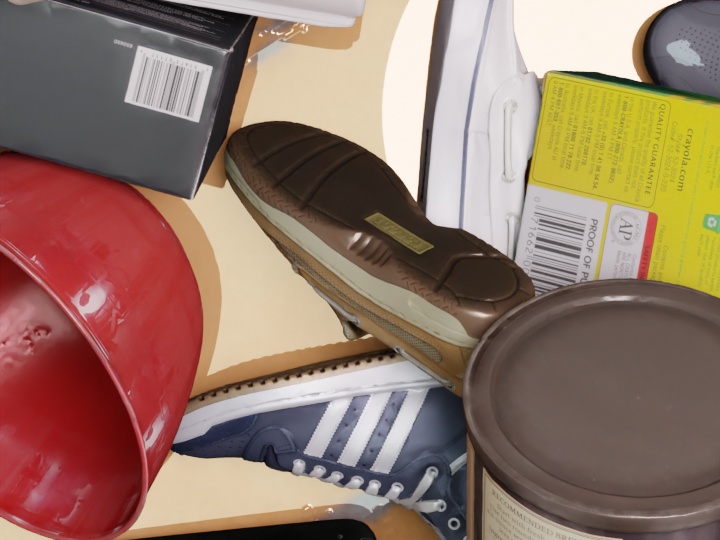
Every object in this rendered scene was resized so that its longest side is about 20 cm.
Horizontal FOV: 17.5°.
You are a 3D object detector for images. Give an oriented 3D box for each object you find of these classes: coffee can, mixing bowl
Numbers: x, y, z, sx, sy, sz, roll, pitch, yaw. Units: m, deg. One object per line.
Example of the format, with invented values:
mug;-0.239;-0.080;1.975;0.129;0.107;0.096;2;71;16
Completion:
coffee can;0.118;0.126;1.054;0.145;0.147;0.201;-2;131;0
mixing bowl;-0.148;0.018;1.105;0.200;0.200;0.108;46;54;-2

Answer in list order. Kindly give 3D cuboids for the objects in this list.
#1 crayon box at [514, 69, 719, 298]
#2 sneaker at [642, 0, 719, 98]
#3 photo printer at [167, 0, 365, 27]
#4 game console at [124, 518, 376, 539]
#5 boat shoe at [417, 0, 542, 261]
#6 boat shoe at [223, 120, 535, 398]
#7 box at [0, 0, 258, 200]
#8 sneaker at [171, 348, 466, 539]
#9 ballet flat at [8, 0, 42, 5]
crayon box;0.171;-0.013;1.084;0.199;0.051;0.128;16;102;33
sneaker;0.237;-0.085;1.134;0.199;0.088;0.075;23;86;-2
photo printer;-0.087;-0.188;1.093;0.199;0.167;0.070;9;125;-2
game console;-0.082;0.229;1.143;0.199;0.176;0.117;-6;130;4
boat shoe;0.065;-0.071;1.150;0.065;0.074;0.201;5;103;-5
boat shoe;0.000;0.000;1.118;0.071;0.200;0.077;-20;132;-31
box;-0.157;-0.108;1.101;0.199;0.141;0.079;16;107;-1
sneaker;0.005;0.097;1.153;0.199;0.070;0.109;-11;91;-3
ballet flat;-0.163;-0.152;1.000;0.199;0.069;0.070;22;93;11
